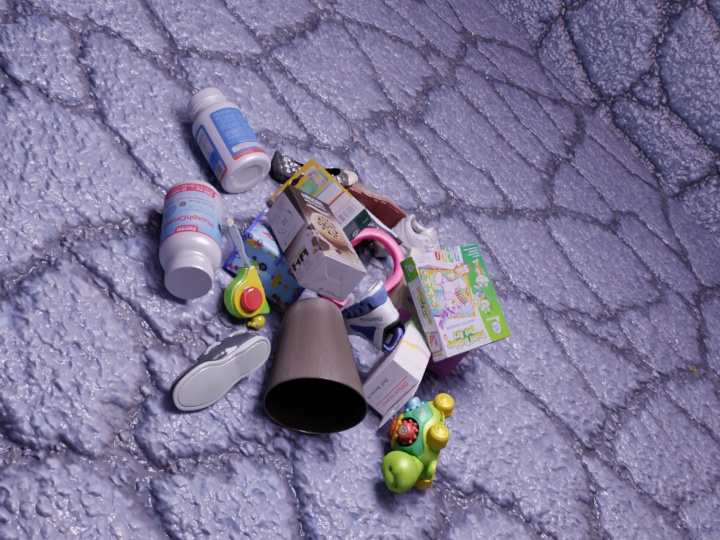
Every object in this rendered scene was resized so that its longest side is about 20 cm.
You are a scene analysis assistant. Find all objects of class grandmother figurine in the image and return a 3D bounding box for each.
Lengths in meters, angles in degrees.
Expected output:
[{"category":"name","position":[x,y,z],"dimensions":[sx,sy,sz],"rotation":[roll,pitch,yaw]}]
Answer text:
[{"category":"grandmother figurine","position":[-0.007,-0.095,1.913],"dimensions":[0.198,0.061,0.122],"rotation":[34,45,-9]}]

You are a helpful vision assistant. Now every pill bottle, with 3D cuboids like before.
[{"category":"pill bottle","position":[-0.271,-0.266,1.780],"dimensions":[0.111,0.112,0.202],"rotation":[-8,60,-48]},{"category":"pill bottle","position":[-0.295,-0.054,1.541],"dimensions":[0.107,0.109,0.203],"rotation":[21,41,-27]}]

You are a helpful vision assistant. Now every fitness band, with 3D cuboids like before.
[{"category":"fitness band","position":[0.000,0.000,1.776],"dimensions":[0.199,0.038,0.144],"rotation":[-34,79,-28]}]

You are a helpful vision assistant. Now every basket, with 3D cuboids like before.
[{"category":"basket","position":[-0.078,0.157,1.523],"dimensions":[0.176,0.138,0.202],"rotation":[13,39,-15]}]

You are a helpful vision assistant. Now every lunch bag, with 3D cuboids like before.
[{"category":"lunch bag","position":[-0.153,-0.037,1.696],"dimensions":[0.149,0.095,0.201],"rotation":[36,26,-6]}]

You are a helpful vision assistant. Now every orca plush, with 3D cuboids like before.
[{"category":"orca plush","position":[-0.007,-0.097,1.862],"dimensions":[0.198,0.071,0.106],"rotation":[35,14,-20]}]

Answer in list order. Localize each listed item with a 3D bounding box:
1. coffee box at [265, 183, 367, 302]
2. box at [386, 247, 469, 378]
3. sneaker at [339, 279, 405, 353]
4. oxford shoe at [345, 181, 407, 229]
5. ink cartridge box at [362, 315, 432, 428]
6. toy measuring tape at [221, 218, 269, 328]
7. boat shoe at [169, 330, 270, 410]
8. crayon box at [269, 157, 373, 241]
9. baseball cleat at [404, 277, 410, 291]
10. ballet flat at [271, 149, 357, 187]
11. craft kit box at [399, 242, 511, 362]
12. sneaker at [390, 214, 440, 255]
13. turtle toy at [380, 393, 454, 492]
[{"category":"coffee box","position":[-0.083,-0.051,1.611],"dimensions":[0.112,0.080,0.202],"rotation":[22,28,-44]},{"category":"box","position":[0.137,0.085,1.835],"dimensions":[0.174,0.097,0.202],"rotation":[33,37,-14]},{"category":"sneaker","position":[0.014,0.104,1.625],"dimensions":[0.080,0.199,0.116],"rotation":[-39,93,-31]},{"category":"oxford shoe","position":[0.022,-0.160,1.999],"dimensions":[0.197,0.071,0.076],"rotation":[27,33,-24]},{"category":"ink cartridge box","position":[0.066,0.185,1.637],"dimensions":[0.067,0.117,0.201],"rotation":[39,31,-5]},{"category":"toy measuring tape","position":[-0.217,0.014,1.545],"dimensions":[0.074,0.072,0.204],"rotation":[-45,120,-55]},{"category":"boat shoe","position":[-0.234,0.159,1.428],"dimensions":[0.060,0.077,0.198],"rotation":[18,30,38]},{"category":"crayon box","position":[-0.081,-0.122,1.773],"dimensions":[0.200,0.125,0.052],"rotation":[46,-3,38]},{"category":"baseball cleat","position":[0.164,0.043,1.776],"dimensions":[0.200,0.069,0.107],"rotation":[44,28,-17]},{"category":"ballet flat","position":[-0.096,-0.216,1.904],"dimensions":[0.196,0.058,0.067],"rotation":[7,19,-19]},{"category":"craft kit box","position":[0.184,0.057,1.698],"dimensions":[0.197,0.048,0.202],"rotation":[-12,82,-43]},{"category":"sneaker","position":[0.149,-0.035,1.967],"dimensions":[0.200,0.100,0.075],"rotation":[47,33,4]},{"category":"turtle toy","position":[0.094,0.307,1.547],"dimensions":[0.099,0.148,0.201],"rotation":[16,36,3]}]
